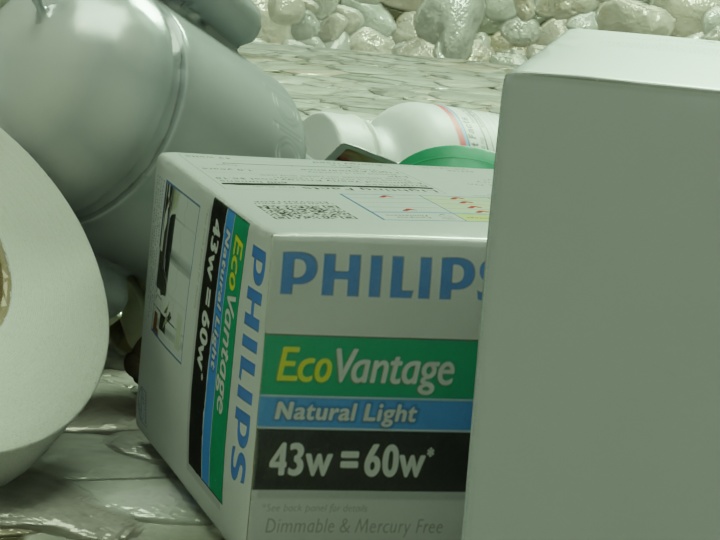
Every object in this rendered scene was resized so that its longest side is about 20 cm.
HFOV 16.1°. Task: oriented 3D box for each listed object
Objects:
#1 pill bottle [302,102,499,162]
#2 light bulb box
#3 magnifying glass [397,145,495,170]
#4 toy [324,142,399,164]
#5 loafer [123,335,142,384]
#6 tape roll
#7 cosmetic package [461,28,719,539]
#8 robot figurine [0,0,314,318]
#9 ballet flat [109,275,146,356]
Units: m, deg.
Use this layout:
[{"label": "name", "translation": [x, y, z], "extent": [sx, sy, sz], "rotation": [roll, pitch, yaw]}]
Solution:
[{"label": "pill bottle", "translation": [0.060, -0.034, 1.408], "extent": [0.198, 0.110, 0.109], "rotation": [6, 8, -26]}, {"label": "light bulb box", "translation": [0.026, 0.030, 1.022], "extent": [0.196, 0.126, 0.200], "rotation": [2, 11, -16]}, {"label": "magnifying glass", "translation": [0.090, 0.007, 1.184], "extent": [0.200, 0.023, 0.079], "rotation": [37, -49, -25]}, {"label": "toy", "translation": [0.000, 0.000, 1.290], "extent": [0.114, 0.048, 0.200], "rotation": [17, -26, -19]}, {"label": "loafer", "translation": [-0.020, 0.027, 1.194], "extent": [0.199, 0.068, 0.076], "rotation": [-2, 11, -35]}, {"label": "tape roll", "translation": [-0.192, -0.002, 1.002], "extent": [0.202, 0.037, 0.204], "rotation": [27, 38, -23]}, {"label": "cosmetic package", "translation": [0.103, 0.032, 0.819], "extent": [0.122, 0.201, 0.200], "rotation": [6, 9, 7]}, {"label": "robot figurine", "translation": [-0.102, -0.062, 1.155], "extent": [0.112, 0.171, 0.200], "rotation": [17, -8, 40]}, {"label": "ballet flat", "translation": [-0.128, 0.002, 1.250], "extent": [0.200, 0.069, 0.071], "rotation": [25, 32, -56]}]
